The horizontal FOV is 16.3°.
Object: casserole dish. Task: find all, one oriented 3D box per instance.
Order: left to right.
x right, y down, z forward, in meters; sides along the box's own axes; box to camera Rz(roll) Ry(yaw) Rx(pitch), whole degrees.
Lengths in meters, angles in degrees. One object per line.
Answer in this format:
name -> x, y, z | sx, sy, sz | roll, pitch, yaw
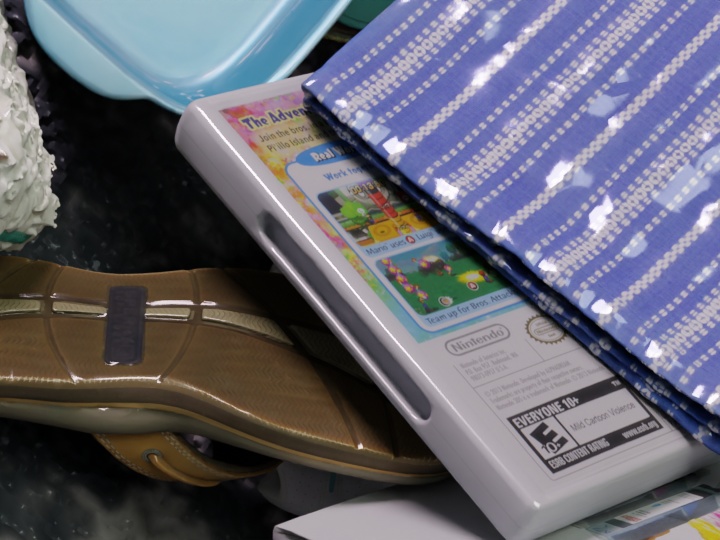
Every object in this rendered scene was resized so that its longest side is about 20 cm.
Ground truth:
casserole dish -> -0.044, -0.140, 0.857 | 0.121, 0.039, 0.200 | 41, 74, -14

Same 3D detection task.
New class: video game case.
video game case -> 0.065, -0.007, 0.838 | 0.200, 0.024, 0.182 | -17, 56, -42

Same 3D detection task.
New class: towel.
towel -> 0.098, -0.042, 0.811 | 0.200, 0.024, 0.145 | 40, 67, 15

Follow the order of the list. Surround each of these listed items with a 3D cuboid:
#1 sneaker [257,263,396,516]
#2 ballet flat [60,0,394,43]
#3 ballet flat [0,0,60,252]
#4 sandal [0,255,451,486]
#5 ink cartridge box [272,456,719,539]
sneaker -> 0.000, 0.000, 0.893 | 0.080, 0.070, 0.200 | 3, 58, -9
ballet flat -> -0.030, -0.113, 0.917 | 0.200, 0.071, 0.071 | -5, 70, -22
ballet flat -> -0.147, -0.089, 0.847 | 0.072, 0.072, 0.200 | -1, 61, -33
sandal -> -0.063, 0.040, 0.822 | 0.200, 0.054, 0.080 | 6, 39, -1
ink cartridge box -> 0.092, 0.139, 0.804 | 0.200, 0.145, 0.145 | -16, 111, -36
